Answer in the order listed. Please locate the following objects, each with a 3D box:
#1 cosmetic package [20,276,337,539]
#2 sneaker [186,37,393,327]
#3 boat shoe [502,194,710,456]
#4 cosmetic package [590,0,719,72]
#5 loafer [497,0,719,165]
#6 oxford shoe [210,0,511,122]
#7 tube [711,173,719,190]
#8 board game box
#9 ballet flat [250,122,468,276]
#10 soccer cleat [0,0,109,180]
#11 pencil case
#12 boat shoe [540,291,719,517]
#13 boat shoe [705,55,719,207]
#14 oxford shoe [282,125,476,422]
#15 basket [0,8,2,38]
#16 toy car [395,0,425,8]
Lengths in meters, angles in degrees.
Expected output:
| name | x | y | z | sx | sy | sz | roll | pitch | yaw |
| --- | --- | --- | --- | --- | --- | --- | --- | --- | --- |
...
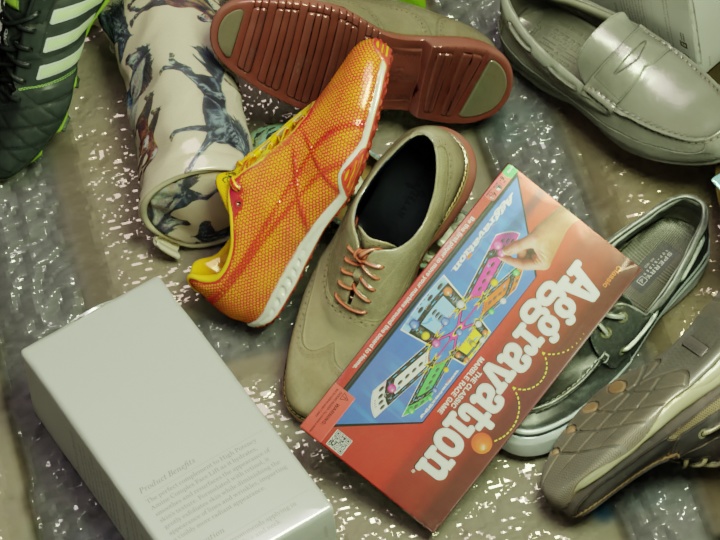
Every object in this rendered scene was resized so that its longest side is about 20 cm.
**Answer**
| name | x | y | z | sx | sy | sz | roll | pitch | yaw |
| --- | --- | --- | --- | --- | --- | --- | --- | --- | --- |
| cosmetic package | -0.108 | 0.110 | 1.657 | 0.102 | 0.074 | 0.200 | -28 | 58 | -17 |
| sneaker | -0.043 | -0.057 | 1.705 | 0.077 | 0.200 | 0.073 | 29 | 15 | -5 |
| boat shoe | 0.142 | 0.025 | 1.708 | 0.072 | 0.071 | 0.200 | 31 | 64 | 20 |
| cosmetic package | 0.184 | -0.225 | 1.850 | 0.108 | 0.085 | 0.200 | -41 | 53 | -20 |
| loafer | 0.163 | -0.127 | 1.790 | 0.200 | 0.070 | 0.070 | 29 | 69 | 36 |
| oxford shoe | -0.005 | -0.143 | 1.806 | 0.200 | 0.071 | 0.075 | 13 | 26 | -20 |
| tube | 0.290 | -0.059 | 1.712 | 0.077 | 0.050 | 0.200 | 43 | 39 | 15 |
| board game box | 0.065 | 0.046 | 1.661 | 0.103 | 0.019 | 0.200 | 38 | 88 | 0 |
| ballet flat | 0.005 | -0.050 | 1.766 | 0.200 | 0.074 | 0.074 | 33 | 62 | 22 |
| soccer cleat | -0.206 | -0.155 | 1.792 | 0.067 | 0.081 | 0.200 | 33 | 99 | 43 |
| pencil case | -0.119 | -0.109 | 1.803 | 0.078 | 0.089 | 0.200 | 13 | 48 | -35 |
| boat shoe | 0.198 | 0.085 | 1.657 | 0.200 | 0.073 | 0.075 | -39 | 20 | 2 |
| boat shoe | 0.264 | -0.088 | 1.799 | 0.073 | 0.063 | 0.201 | -12 | 47 | 18 |
| oxford shoe | 0.000 | 0.000 | 1.685 | 0.070 | 0.075 | 0.200 | 24 | 92 | 16 |
| basket | -0.229 | -0.274 | 1.847 | 0.198 | 0.200 | 0.161 | -38 | 61 | -23 |
| toy car | -0.010 | -0.279 | 1.831 | 0.158 | 0.200 | 0.165 | 3 | 56 | -16 |
